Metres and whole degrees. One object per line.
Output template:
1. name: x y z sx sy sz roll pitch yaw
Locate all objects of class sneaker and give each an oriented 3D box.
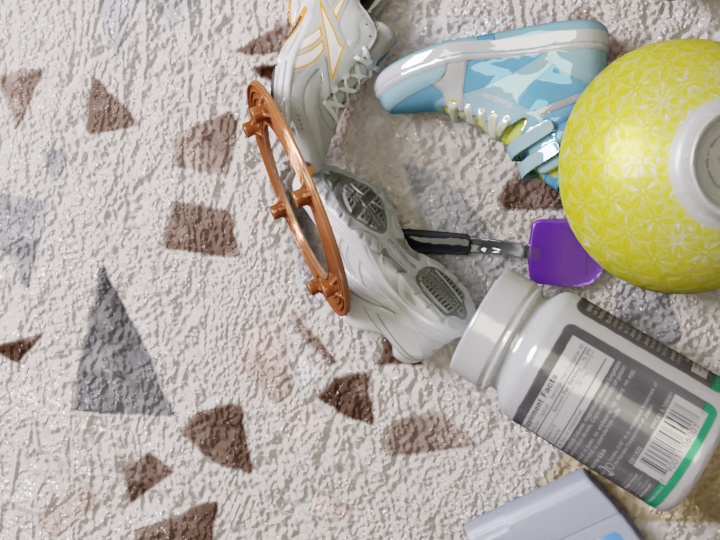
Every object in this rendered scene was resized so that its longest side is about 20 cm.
1. sneaker: 0.112 -0.123 0.811 0.198 0.079 0.132 -9 85 15
2. sneaker: 0.000 0.000 0.834 0.200 0.078 0.099 51 126 11
3. sneaker: -0.018 -0.174 0.824 0.091 0.076 0.202 2 69 12

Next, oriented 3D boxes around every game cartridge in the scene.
1. game cartridge: 0.186 0.273 0.805 0.133 0.040 0.201 -28 82 9

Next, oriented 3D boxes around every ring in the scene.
1. ring: -0.056 -0.054 0.795 0.019 0.200 0.202 -23 82 -10

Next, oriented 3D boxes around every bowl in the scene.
1. bowl: 0.257 -0.077 0.725 0.198 0.108 0.202 0 94 -6

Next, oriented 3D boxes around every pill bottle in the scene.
1. pill bottle: 0.178 0.088 0.770 0.199 0.113 0.114 31 96 13

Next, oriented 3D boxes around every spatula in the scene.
1. spatula: 0.107 -0.020 0.836 0.198 0.021 0.057 4 99 20
